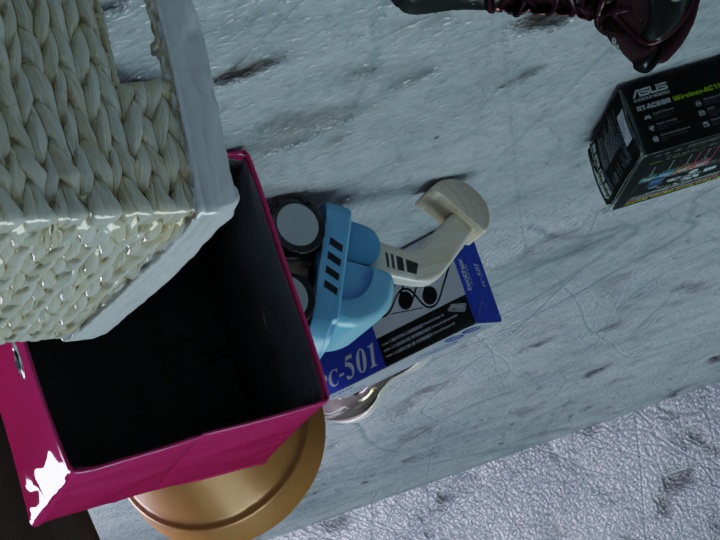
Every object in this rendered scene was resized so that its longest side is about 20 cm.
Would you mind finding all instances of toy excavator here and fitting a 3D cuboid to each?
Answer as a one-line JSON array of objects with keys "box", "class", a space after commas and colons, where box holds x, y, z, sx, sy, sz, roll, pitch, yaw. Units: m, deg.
[{"box": [0.000, 0.000, 1.830, 0.200, 0.195, 0.100, 18, 152, -20], "class": "toy excavator"}]

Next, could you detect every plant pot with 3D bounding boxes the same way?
[{"box": [-0.148, 0.136, 2.062, 0.200, 0.200, 0.140, -21, 151, 10], "class": "plant pot"}]

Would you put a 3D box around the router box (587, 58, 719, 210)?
[{"box": [0.295, -0.123, 1.847, 0.200, 0.062, 0.150, -17, 166, -9], "class": "router box"}]

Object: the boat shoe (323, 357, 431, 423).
[{"box": [0.001, 0.104, 2.367, 0.060, 0.072, 0.200, -2, 156, -35], "class": "boat shoe"}]

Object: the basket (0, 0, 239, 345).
[{"box": [-0.183, -0.077, 1.098, 0.161, 0.198, 0.200, -7, 164, -27], "class": "basket"}]

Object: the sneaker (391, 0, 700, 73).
[{"box": [0.123, -0.161, 1.337, 0.200, 0.116, 0.076, -19, 167, 2], "class": "sneaker"}]

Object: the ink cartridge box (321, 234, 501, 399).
[{"box": [0.029, 0.042, 2.091, 0.200, 0.094, 0.044, -29, 163, 36], "class": "ink cartridge box"}]

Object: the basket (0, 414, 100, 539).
[{"box": [-0.319, 0.193, 1.995, 0.136, 0.200, 0.180, -27, 165, 32], "class": "basket"}]

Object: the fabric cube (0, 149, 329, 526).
[{"box": [-0.163, 0.053, 1.651, 0.200, 0.196, 0.199, -15, 168, -20], "class": "fabric cube"}]
